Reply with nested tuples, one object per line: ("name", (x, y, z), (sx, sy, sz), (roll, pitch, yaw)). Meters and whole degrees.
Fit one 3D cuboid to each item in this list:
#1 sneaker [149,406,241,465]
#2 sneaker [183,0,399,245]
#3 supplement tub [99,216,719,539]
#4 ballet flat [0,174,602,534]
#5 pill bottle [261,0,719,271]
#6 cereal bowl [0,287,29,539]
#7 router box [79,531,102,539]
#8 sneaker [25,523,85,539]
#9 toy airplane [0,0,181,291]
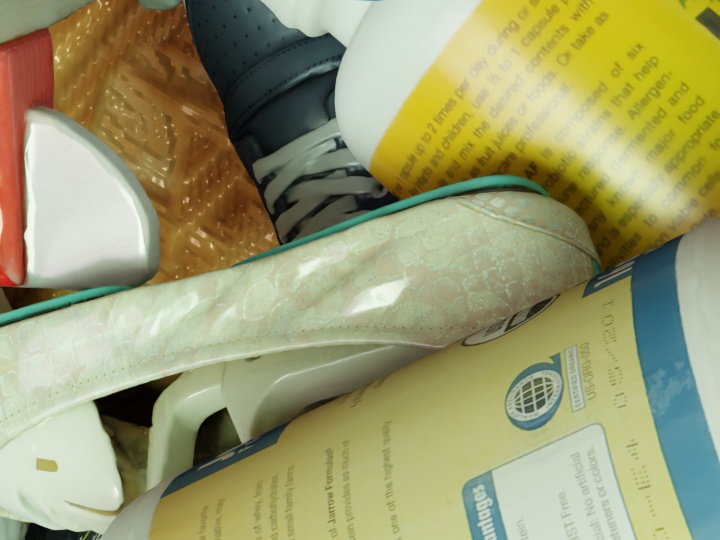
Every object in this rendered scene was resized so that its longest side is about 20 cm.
("sneaker", (0.007, 0.107, 0.720), (0.200, 0.087, 0.075), (39, 124, 10))
("sneaker", (0.000, 0.000, 0.797), (0.070, 0.108, 0.201), (-29, 97, 37))
("supplement tub", (0.030, 0.089, 0.608), (0.199, 0.145, 0.145), (-26, 98, 17))
("ballet flat", (-0.037, 0.032, 0.695), (0.199, 0.067, 0.063), (-19, 57, 23))
("pill bottle", (0.065, -0.042, 0.739), (0.200, 0.113, 0.113), (43, 126, 7))
("cereal bowl", (-0.174, 0.061, 0.924), (0.199, 0.083, 0.202), (-6, 80, 35))
("router box", (-0.019, 0.159, 0.875), (0.199, 0.062, 0.150), (32, 126, -8))
("sneaker", (-0.125, 0.131, 0.972), (0.199, 0.066, 0.078), (-26, 134, 26))
("toy airplane", (-0.084, -0.089, 0.704), (0.140, 0.201, 0.199), (-19, 141, 18))
